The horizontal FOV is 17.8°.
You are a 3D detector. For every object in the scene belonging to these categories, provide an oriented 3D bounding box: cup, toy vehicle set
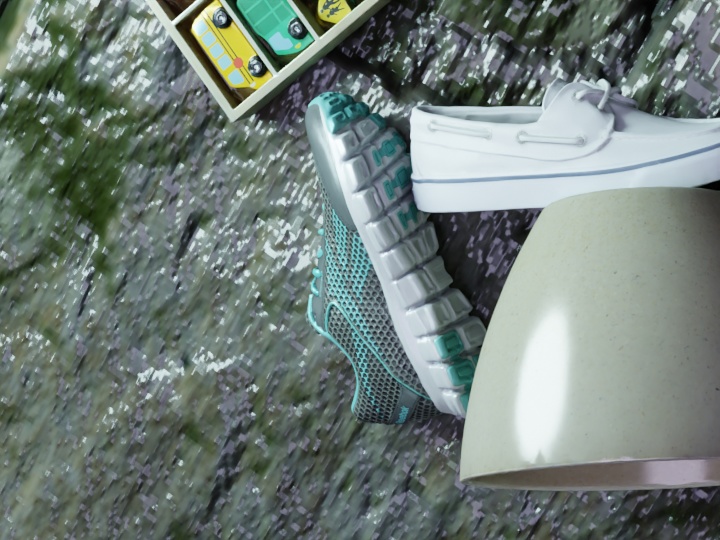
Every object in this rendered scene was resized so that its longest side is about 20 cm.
[{"bbox_3d":[0.148,0.036,1.193,0.199,0.200,0.144,-7,79,24],"label":"cup"},{"bbox_3d":[-0.082,-0.202,1.322,0.124,0.026,0.200,-38,84,24],"label":"toy vehicle set"}]

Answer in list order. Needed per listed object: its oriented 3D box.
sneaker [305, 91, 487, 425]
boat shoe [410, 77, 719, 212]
[{"bbox_3d":[0.000,0.000,1.301,0.091,0.077,0.201,-21,90,29],"label":"sneaker"},{"bbox_3d":[0.116,-0.071,1.235,0.199,0.074,0.066,-5,101,22],"label":"boat shoe"}]
